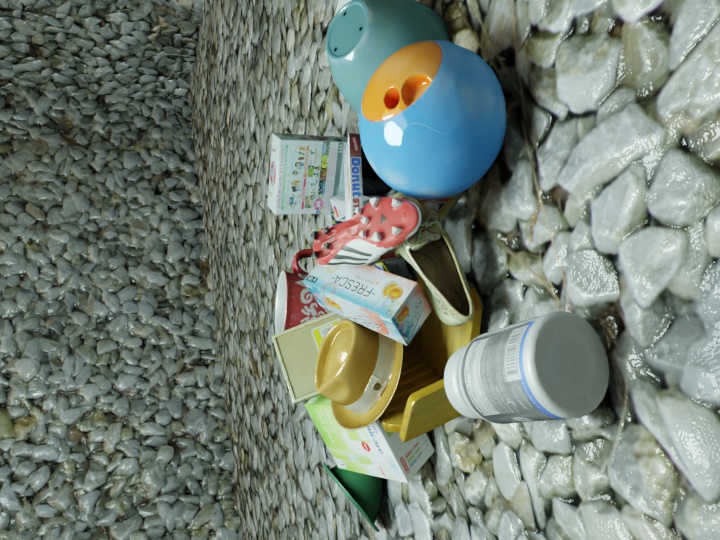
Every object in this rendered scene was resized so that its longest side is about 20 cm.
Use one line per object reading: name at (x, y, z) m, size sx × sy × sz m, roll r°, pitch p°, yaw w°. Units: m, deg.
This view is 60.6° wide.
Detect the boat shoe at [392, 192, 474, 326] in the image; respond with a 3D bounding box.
boat shoe at (0.101, -0.021, 0.846) m, size 0.203 × 0.072 × 0.063 m, roll 60°, pitch 172°, yaw 5°

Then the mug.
mug at (-0.058, 0.053, 1.192) m, size 0.133 × 0.195 × 0.183 m, roll -170°, pitch 85°, yaw -74°

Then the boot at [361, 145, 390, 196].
boot at (0.029, -0.244, 1.133) m, size 0.200 × 0.074 × 0.173 m, roll 117°, pitch 159°, yaw -76°

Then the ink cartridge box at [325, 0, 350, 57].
ink cartridge box at (0.009, -0.450, 1.141) m, size 0.202 × 0.081 × 0.147 m, roll 112°, pitch 147°, yaw -43°

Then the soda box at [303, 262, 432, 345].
soda box at (0.007, 0.037, 0.910) m, size 0.198 × 0.069 × 0.064 m, roll 20°, pitch 152°, yaw 45°

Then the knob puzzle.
knob puzzle at (0.045, -0.054, 0.955) m, size 0.031 × 0.215 × 0.221 m, roll 67°, pitch 150°, yaw 24°

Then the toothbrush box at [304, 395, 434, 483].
toothbrush box at (0.012, 0.275, 1.083) m, size 0.198 × 0.086 × 0.148 m, roll -11°, pitch 111°, yaw 50°

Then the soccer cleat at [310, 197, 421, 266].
soccer cleat at (0.015, -0.047, 0.846) m, size 0.198 × 0.084 × 0.070 m, roll -20°, pitch 65°, yaw 41°

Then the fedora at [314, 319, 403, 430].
fedora at (-0.015, 0.142, 0.954) m, size 0.200 × 0.081 × 0.205 m, roll -37°, pitch 43°, yaw 44°

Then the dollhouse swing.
dollhouse swing at (0.079, 0.108, 0.950) m, size 0.200 × 0.178 × 0.179 m, roll -133°, pitch 27°, yaw -57°

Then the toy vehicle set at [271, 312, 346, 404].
toy vehicle set at (-0.046, 0.141, 1.094) m, size 0.027 × 0.196 × 0.127 m, roll 83°, pitch 166°, yaw -74°

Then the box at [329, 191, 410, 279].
box at (0.014, -0.061, 1.159) m, size 0.199 × 0.041 × 0.159 m, roll 24°, pitch 135°, yaw 64°

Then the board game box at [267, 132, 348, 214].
board game box at (-0.080, -0.191, 1.231) m, size 0.064 × 0.195 × 0.151 m, roll -133°, pitch 47°, yaw -56°

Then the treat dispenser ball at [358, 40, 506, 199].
treat dispenser ball at (0.095, -0.199, 0.823) m, size 0.200 × 0.196 × 0.207 m, roll 177°, pitch 90°, yaw -66°

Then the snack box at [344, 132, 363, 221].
snack box at (-0.012, -0.128, 1.033) m, size 0.072 × 0.024 × 0.204 m, roll 105°, pitch 165°, yaw -61°

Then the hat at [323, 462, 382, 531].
hat at (0.034, 0.392, 1.253) m, size 0.202 × 0.175 × 0.165 m, roll 55°, pitch 165°, yaw -24°

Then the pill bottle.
pill bottle at (0.189, 0.125, 0.744) m, size 0.200 × 0.111 × 0.117 m, roll 145°, pitch 119°, yaw -63°

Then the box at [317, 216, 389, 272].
box at (0.000, 0.000, 1.098) m, size 0.201 × 0.069 × 0.065 m, roll 55°, pitch 165°, yaw 30°

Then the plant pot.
plant pot at (0.022, -0.347, 0.969) m, size 0.197 × 0.133 × 0.205 m, roll -15°, pitch 68°, yaw 42°
